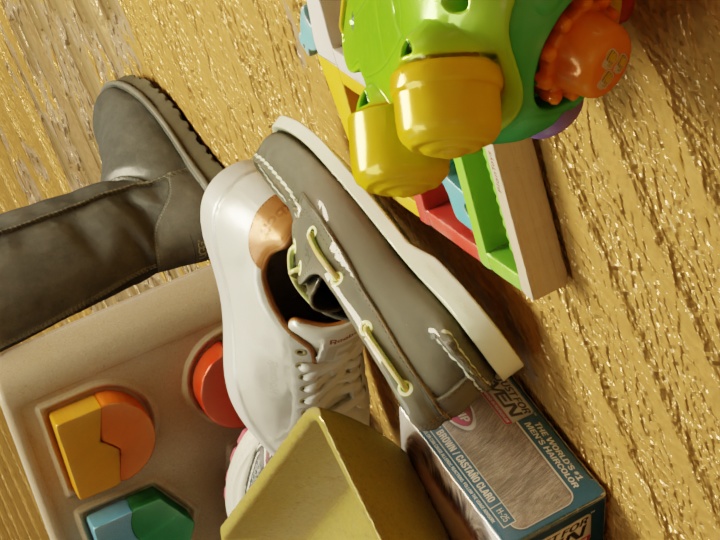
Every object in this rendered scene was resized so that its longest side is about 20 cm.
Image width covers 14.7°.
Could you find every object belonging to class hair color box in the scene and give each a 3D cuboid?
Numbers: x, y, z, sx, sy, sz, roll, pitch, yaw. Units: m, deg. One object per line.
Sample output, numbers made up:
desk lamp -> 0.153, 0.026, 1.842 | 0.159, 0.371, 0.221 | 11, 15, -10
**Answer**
hair color box -> 0.070, 0.146, 1.383 | 0.100, 0.060, 0.200 | 52, 159, 34

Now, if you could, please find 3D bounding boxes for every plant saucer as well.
plant saucer -> 0.013, 0.180, 1.372 | 0.201, 0.048, 0.200 | 64, 155, 15

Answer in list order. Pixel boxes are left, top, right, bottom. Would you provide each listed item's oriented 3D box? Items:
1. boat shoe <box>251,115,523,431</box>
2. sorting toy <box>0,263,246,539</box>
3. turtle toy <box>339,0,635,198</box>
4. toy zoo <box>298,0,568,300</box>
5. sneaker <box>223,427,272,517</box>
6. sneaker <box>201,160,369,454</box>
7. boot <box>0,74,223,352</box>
boat shoe -> -0.001, -0.001, 1.340 | 0.202, 0.060, 0.072 | 47, 179, 39
sorting toy -> -0.098, 0.106, 1.606 | 0.036, 0.184, 0.201 | -134, 24, -61
turtle toy -> 0.044, -0.102, 1.027 | 0.200, 0.101, 0.147 | 140, 126, -75
toy zoo -> 0.023, -0.079, 1.263 | 0.200, 0.020, 0.132 | 38, 149, 56
sneaker -> -0.032, 0.168, 1.600 | 0.075, 0.080, 0.201 | -143, 53, -59
sneaker -> -0.028, 0.043, 1.478 | 0.085, 0.073, 0.201 | 33, 149, 48
boot -> -0.184, -0.030, 1.643 | 0.182, 0.199, 0.073 | 44, 154, 48
